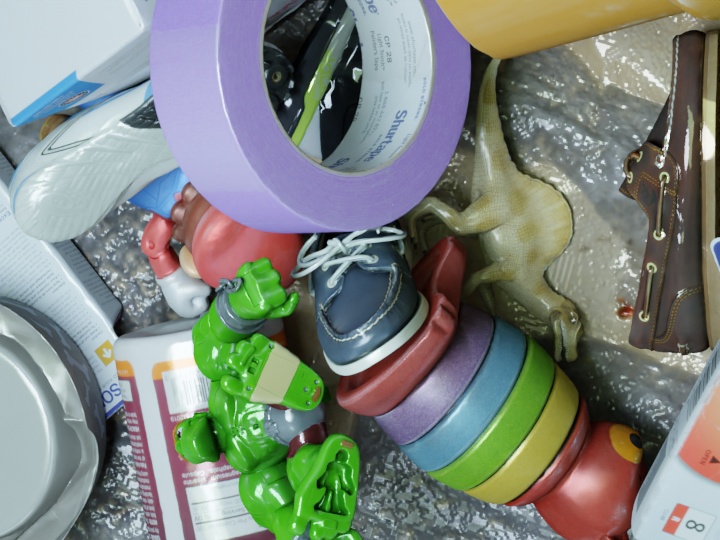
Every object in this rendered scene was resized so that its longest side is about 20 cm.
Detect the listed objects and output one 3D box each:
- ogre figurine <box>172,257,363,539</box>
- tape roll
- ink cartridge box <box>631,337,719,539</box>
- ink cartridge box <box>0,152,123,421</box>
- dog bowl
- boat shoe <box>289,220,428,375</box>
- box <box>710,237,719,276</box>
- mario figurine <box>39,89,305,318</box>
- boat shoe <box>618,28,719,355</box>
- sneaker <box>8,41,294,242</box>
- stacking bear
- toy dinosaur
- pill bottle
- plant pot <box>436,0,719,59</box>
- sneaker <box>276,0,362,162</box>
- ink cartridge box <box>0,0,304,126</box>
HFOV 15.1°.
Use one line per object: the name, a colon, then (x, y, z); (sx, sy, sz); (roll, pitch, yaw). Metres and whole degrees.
ogre figurine: (-0.053, 0.095, 1.647); (0.098, 0.120, 0.200); (-41, 105, -19)
tape roll: (-0.027, -0.123, 1.587); (0.065, 0.199, 0.202); (0, 99, 47)
ink cartridge box: (0.280, 0.126, 1.601); (0.199, 0.050, 0.163); (22, 127, 0)
ink cartridge box: (-0.262, 0.050, 1.852); (0.196, 0.043, 0.200); (-39, 87, 21)
dog bowl: (-0.259, 0.107, 1.809); (0.199, 0.059, 0.202); (4, 101, 19)
boat shoe: (0.000, 0.000, 1.636); (0.075, 0.200, 0.062); (-25, 109, 13)
box: (0.284, 0.037, 1.586); (0.120, 0.033, 0.200); (-1, 139, 23)
mario figurine: (-0.111, -0.053, 1.776); (0.200, 0.106, 0.124); (39, 146, 22)
boat shoe: (0.191, -0.047, 1.652); (0.070, 0.070, 0.201); (2, 99, 16)
sneaker: (-0.134, -0.090, 1.697); (0.199, 0.073, 0.072); (-30, 124, 5)
stacking bear: (0.095, 0.094, 1.670); (0.200, 0.122, 0.114); (37, 116, -13)
toy dinosaur: (0.081, -0.035, 1.714); (0.101, 0.058, 0.201); (-17, 99, 7)
pill bottle: (-0.088, 0.131, 1.759); (0.113, 0.114, 0.201); (-9, 95, 21)
plant pot: (0.132, -0.219, 1.585); (0.183, 0.200, 0.201); (-25, 89, 26)
sneaker: (0.017, -0.150, 1.716); (0.083, 0.072, 0.201); (29, 110, -8)
ink cartridge box: (-0.123, -0.174, 1.664); (0.144, 0.200, 0.085); (-30, 86, 43)
